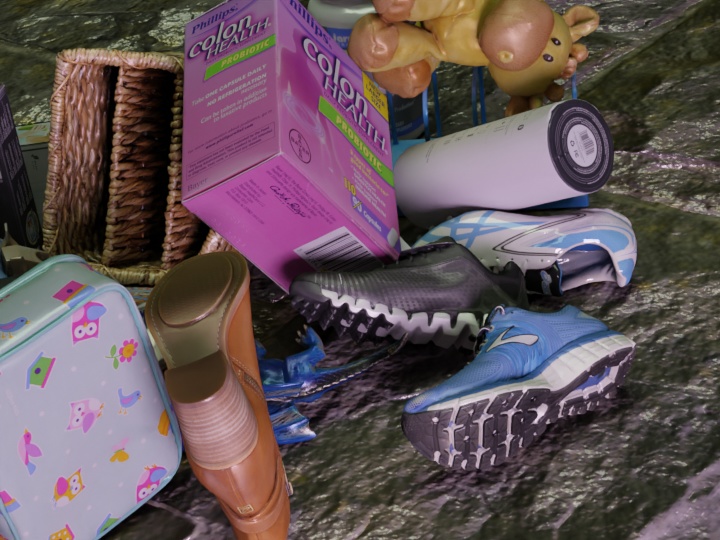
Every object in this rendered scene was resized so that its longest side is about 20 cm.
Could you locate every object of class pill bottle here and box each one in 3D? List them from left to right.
[{"bbox_3d":[0.006,-0.235,1.524,0.114,0.200,0.114,-6,31,3],"label":"pill bottle"}]

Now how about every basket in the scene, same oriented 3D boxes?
[{"bbox_3d":[-0.175,-0.088,1.288,0.143,0.200,0.149,12,11,25],"label":"basket"}]

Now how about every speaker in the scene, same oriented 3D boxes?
[{"bbox_3d":[0.118,-0.089,1.274,0.081,0.081,0.200,-34,14,-38],"label":"speaker"}]

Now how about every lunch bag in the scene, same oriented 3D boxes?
[{"bbox_3d":[-0.207,0.098,1.015,0.077,0.200,0.160,25,51,35],"label":"lunch bag"}]

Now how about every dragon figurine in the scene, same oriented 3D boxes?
[{"bbox_3d":[-0.061,0.094,1.123,0.200,0.059,0.099,-3,32,16],"label":"dragon figurine"}]

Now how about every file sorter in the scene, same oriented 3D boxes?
[{"bbox_3d":[0.115,-0.141,1.420,0.200,0.123,0.139,-2,31,8],"label":"file sorter"}]

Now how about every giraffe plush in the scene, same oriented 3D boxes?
[{"bbox_3d":[0.111,-0.209,1.306,0.162,0.173,0.200,31,19,25],"label":"giraffe plush"}]

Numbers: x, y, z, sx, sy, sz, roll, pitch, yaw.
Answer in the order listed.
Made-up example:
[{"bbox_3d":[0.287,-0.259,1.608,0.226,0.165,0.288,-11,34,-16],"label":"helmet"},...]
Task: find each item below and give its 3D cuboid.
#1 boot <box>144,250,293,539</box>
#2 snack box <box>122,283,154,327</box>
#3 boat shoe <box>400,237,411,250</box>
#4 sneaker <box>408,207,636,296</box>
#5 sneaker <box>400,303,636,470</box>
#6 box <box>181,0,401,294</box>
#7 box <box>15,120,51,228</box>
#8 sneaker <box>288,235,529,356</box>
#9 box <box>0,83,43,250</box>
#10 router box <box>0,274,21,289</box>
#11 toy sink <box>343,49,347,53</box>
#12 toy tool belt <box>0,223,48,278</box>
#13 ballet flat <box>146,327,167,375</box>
[{"bbox_3d":[-0.088,0.090,1.040,0.077,0.155,0.200,-19,35,0],"label":"boot"},{"bbox_3d":[-0.205,0.035,1.213,0.072,0.024,0.200,4,8,19],"label":"snack box"},{"bbox_3d":[0.000,0.000,1.266,0.068,0.072,0.200,-19,40,-22],"label":"boat shoe"},{"bbox_3d":[0.133,-0.009,1.250,0.200,0.072,0.073,-7,45,11],"label":"sneaker"},{"bbox_3d":[0.105,0.079,1.086,0.200,0.079,0.089,-19,47,-34],"label":"sneaker"},{"bbox_3d":[-0.055,-0.102,1.209,0.097,0.176,0.200,-24,47,23],"label":"box"},{"bbox_3d":[-0.303,-0.079,1.417,0.200,0.117,0.060,-9,27,1],"label":"box"},{"bbox_3d":[0.043,0.014,1.162,0.200,0.066,0.091,10,68,-9],"label":"sneaker"},{"bbox_3d":[-0.377,-0.065,1.324,0.160,0.200,0.044,-1,31,9],"label":"box"},{"bbox_3d":[-0.332,0.094,1.098,0.200,0.149,0.051,-10,31,-5],"label":"router box"},{"bbox_3d":[-0.084,-0.124,1.446,0.130,0.112,0.200,8,39,25],"label":"toy sink"},{"bbox_3d":[-0.314,0.025,1.234,0.125,0.123,0.200,-19,33,-19],"label":"toy tool belt"},{"bbox_3d":[-0.154,0.065,1.168,0.069,0.071,0.200,38,43,18],"label":"ballet flat"}]
